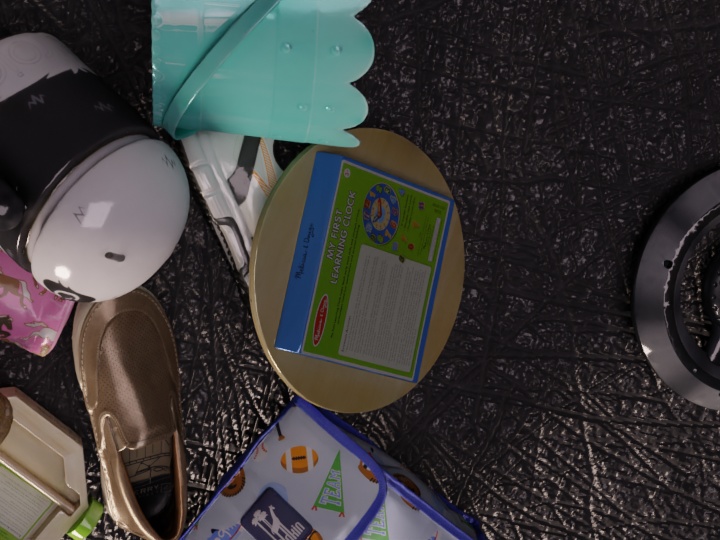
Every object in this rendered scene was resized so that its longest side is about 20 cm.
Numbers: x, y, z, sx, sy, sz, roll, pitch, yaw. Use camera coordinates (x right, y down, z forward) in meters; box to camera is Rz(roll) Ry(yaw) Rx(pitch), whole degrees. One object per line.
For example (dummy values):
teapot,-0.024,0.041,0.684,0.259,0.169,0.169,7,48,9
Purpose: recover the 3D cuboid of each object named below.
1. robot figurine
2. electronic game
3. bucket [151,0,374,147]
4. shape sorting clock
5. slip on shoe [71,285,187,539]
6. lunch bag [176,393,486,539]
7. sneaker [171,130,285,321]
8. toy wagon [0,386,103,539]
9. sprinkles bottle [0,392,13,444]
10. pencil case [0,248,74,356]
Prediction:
robot figurine,-0.200,-0.069,0.955,0.200,0.125,0.150,42,63,16
electronic game,0.304,0.013,1.167,0.198,0.042,0.202,-3,103,-13
bucket,-0.065,-0.177,0.949,0.133,0.207,0.210,0,105,-6
shape sorting clock,0.000,0.000,1.058,0.199,0.039,0.202,-8,101,-44
slip on shoe,-0.156,0.102,1.050,0.075,0.060,0.202,-13,117,-29
lunch bag,-0.022,0.210,1.099,0.200,0.124,0.170,40,90,-14
sneaker,-0.059,-0.019,1.056,0.079,0.074,0.202,-27,112,-12
toy wagon,-0.290,0.179,1.070,0.155,0.040,0.200,41,93,-19
sprinkles bottle,-0.299,0.043,0.947,0.068,0.068,0.201,-32,129,-4
pencil case,-0.283,-0.011,1.000,0.198,0.083,0.087,21,127,-18
